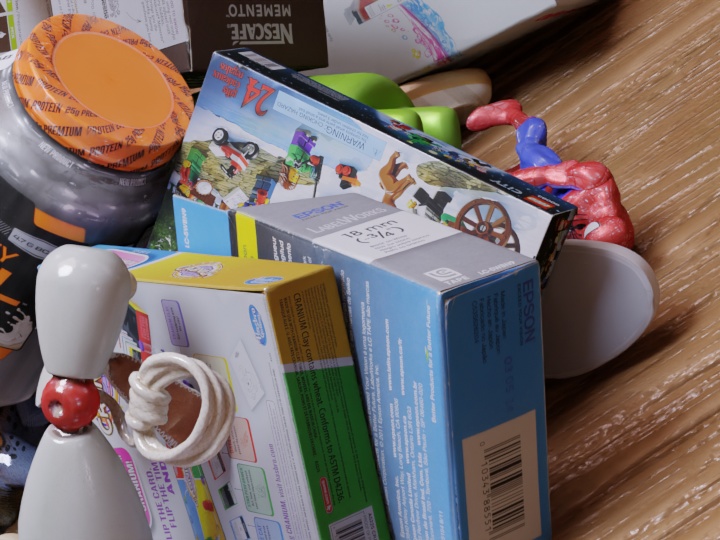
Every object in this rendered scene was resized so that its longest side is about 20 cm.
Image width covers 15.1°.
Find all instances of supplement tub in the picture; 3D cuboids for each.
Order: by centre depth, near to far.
[{"bbox_3d":[-0.174,-0.033,1.436,0.200,0.122,0.123,-54,9,35],"label":"supplement tub"}]

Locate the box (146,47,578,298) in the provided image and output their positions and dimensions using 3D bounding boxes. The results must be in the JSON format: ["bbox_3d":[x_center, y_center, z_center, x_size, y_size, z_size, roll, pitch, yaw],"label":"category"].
[{"bbox_3d":[-0.006,-0.010,1.361,0.038,0.200,0.137,-15,-52,-64],"label":"box"}]

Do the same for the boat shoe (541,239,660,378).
[{"bbox_3d":[0.067,0.023,1.395,0.200,0.074,0.065,-14,12,28],"label":"boat shoe"}]

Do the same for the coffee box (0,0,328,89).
[{"bbox_3d":[-0.131,-0.144,1.578,0.200,0.080,0.114,-5,1,44],"label":"coffee box"}]

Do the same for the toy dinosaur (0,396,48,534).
[{"bbox_3d":[-0.191,0.085,1.513,0.105,0.200,0.182,-31,65,38],"label":"toy dinosaur"}]

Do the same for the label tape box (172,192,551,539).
[{"bbox_3d":[0.000,0.043,1.287,0.063,0.145,0.200,-20,27,-35],"label":"label tape box"}]

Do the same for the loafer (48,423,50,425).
[{"bbox_3d":[-0.164,0.039,1.672,0.068,0.070,0.201,-12,31,43],"label":"loafer"}]

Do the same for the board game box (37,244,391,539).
[{"bbox_3d":[-0.073,0.069,1.306,0.040,0.153,0.200,-21,16,-35],"label":"board game box"}]

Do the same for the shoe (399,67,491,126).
[{"bbox_3d":[-0.003,-0.065,1.698,0.200,0.053,0.070,-26,-10,7],"label":"shoe"}]

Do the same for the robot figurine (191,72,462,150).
[{"bbox_3d":[-0.039,-0.053,1.564,0.200,0.116,0.175,-2,6,30],"label":"robot figurine"}]

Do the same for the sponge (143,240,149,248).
[{"bbox_3d":[-0.127,0.004,1.543,0.030,0.201,0.111,-18,13,-26],"label":"sponge"}]

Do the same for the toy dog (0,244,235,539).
[{"bbox_3d":[-0.114,0.090,1.265,0.096,0.132,0.200,-16,-44,-58],"label":"toy dog"}]

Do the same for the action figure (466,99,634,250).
[{"bbox_3d":[0.085,-0.032,1.486,0.099,0.065,0.200,-28,21,-8],"label":"action figure"}]

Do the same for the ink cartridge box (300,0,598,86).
[{"bbox_3d":[0.036,-0.197,1.721,0.200,0.145,0.145,-23,1,23],"label":"ink cartridge box"}]

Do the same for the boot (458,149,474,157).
[{"bbox_3d":[0.000,0.000,1.469,0.200,0.132,0.070,-19,69,17],"label":"boot"}]
